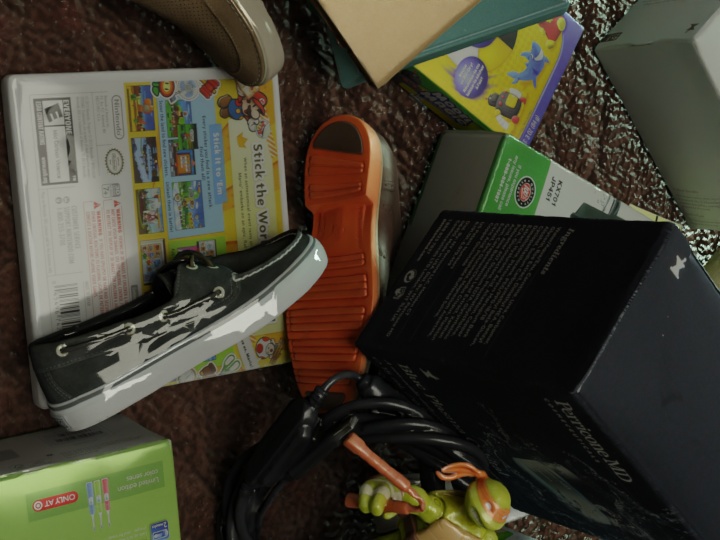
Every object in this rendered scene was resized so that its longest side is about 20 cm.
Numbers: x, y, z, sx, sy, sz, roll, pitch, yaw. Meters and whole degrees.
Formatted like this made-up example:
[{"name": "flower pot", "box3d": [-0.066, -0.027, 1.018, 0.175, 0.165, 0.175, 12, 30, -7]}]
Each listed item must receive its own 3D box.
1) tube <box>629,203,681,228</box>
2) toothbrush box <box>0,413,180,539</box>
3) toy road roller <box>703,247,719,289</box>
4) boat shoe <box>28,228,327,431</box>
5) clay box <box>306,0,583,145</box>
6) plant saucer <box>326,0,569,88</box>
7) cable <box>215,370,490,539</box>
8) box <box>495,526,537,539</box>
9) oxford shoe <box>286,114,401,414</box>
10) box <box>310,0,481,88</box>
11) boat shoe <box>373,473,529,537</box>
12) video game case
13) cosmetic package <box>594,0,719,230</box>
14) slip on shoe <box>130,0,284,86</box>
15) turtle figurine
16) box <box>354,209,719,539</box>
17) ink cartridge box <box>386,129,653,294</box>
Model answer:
[{"name": "tube", "box3d": [0.234, 0.051, 0.964, 0.051, 0.058, 0.202, 9, 85, 9]}, {"name": "toothbrush box", "box3d": [-0.184, 0.202, 0.681, 0.145, 0.086, 0.202, -10, 99, -32]}, {"name": "toy road roller", "box3d": [0.362, 0.086, 1.022, 0.200, 0.146, 0.123, 42, 69, 11]}, {"name": "boat shoe", "box3d": [-0.107, 0.022, 0.699, 0.199, 0.068, 0.057, -33, 110, -24]}, {"name": "clay box", "box3d": [0.064, -0.183, 0.826, 0.199, 0.047, 0.116, 33, 77, -31]}, {"name": "plant saucer", "box3d": [0.065, -0.186, 0.788, 0.199, 0.019, 0.071, -23, 108, -27]}, {"name": "cable", "box3d": [-0.006, 0.161, 0.763, 0.162, 0.051, 0.201, 28, 116, -15]}, {"name": "box", "box3d": [0.087, 0.272, 0.796, 0.175, 0.199, 0.098, -17, 103, -29]}, {"name": "oxford shoe", "box3d": [0.000, 0.000, 0.781, 0.073, 0.071, 0.202, 19, 75, -55]}, {"name": "box", "box3d": [0.037, -0.242, 0.722, 0.200, 0.021, 0.164, -41, 113, -6]}, {"name": "boat shoe", "box3d": [0.089, 0.161, 0.869, 0.199, 0.072, 0.066, -10, 79, -32]}, {"name": "video game case", "box3d": [-0.129, -0.026, 0.733, 0.181, 0.023, 0.202, -8, 98, -32]}, {"name": "cosmetic package", "box3d": [0.292, -0.129, 0.943, 0.081, 0.113, 0.201, -44, 118, -21]}, {"name": "slip on shoe", "box3d": [-0.128, -0.183, 0.685, 0.061, 0.076, 0.200, -49, 115, -25]}, {"name": "turtle figurine", "box3d": [0.034, 0.164, 0.698, 0.199, 0.161, 0.065, 30, 34, -26]}, {"name": "box", "box3d": [0.136, 0.071, 0.705, 0.197, 0.199, 0.118, 47, 68, -29]}, {"name": "ink cartridge box", "box3d": [0.132, 0.001, 0.867, 0.199, 0.083, 0.148, 24, 83, -33]}]
